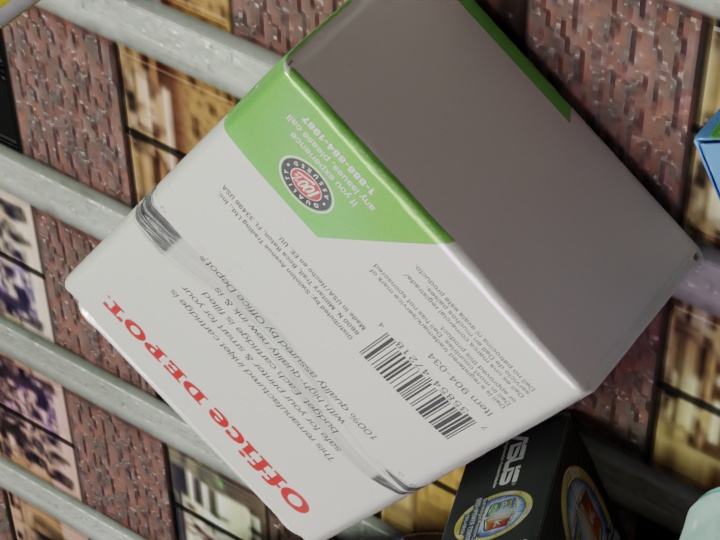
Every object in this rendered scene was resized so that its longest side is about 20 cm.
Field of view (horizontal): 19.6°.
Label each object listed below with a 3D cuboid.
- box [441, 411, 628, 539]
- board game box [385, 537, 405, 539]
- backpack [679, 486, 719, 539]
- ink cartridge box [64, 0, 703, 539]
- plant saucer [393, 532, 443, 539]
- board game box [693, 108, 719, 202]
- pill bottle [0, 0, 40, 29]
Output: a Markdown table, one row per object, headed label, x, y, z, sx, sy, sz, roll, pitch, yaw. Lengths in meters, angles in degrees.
| label | x | y | z | sx | sy | sz | roll | pitch | yaw |
| --- | --- | --- | --- | --- | --- | --- | --- | --- | --- |
| box | 0.074 | 0.171 | 0.749 | 0.044 | 0.200 | 0.160 | -18 | 111 | 22 |
| board game box | 0.000 | 0.214 | 0.955 | 0.200 | 0.043 | 0.199 | -13 | 116 | 50 |
| backpack | 0.171 | 0.162 | 0.666 | 0.176 | 0.153 | 0.200 | 13 | 144 | 34 |
| ink cartridge box | 0.000 | 0.000 | 0.749 | 0.146 | 0.084 | 0.200 | 47 | 145 | -4 |
| plant saucer | 0.074 | 0.202 | 0.936 | 0.200 | 0.032 | 0.200 | 25 | 141 | 22 |
| board game box | 0.210 | 0.014 | 0.597 | 0.200 | 0.037 | 0.151 | 3 | 129 | 44 |
| pill bottle | -0.116 | -0.150 | 0.684 | 0.112 | 0.112 | 0.200 | 52 | 144 | -12 |
